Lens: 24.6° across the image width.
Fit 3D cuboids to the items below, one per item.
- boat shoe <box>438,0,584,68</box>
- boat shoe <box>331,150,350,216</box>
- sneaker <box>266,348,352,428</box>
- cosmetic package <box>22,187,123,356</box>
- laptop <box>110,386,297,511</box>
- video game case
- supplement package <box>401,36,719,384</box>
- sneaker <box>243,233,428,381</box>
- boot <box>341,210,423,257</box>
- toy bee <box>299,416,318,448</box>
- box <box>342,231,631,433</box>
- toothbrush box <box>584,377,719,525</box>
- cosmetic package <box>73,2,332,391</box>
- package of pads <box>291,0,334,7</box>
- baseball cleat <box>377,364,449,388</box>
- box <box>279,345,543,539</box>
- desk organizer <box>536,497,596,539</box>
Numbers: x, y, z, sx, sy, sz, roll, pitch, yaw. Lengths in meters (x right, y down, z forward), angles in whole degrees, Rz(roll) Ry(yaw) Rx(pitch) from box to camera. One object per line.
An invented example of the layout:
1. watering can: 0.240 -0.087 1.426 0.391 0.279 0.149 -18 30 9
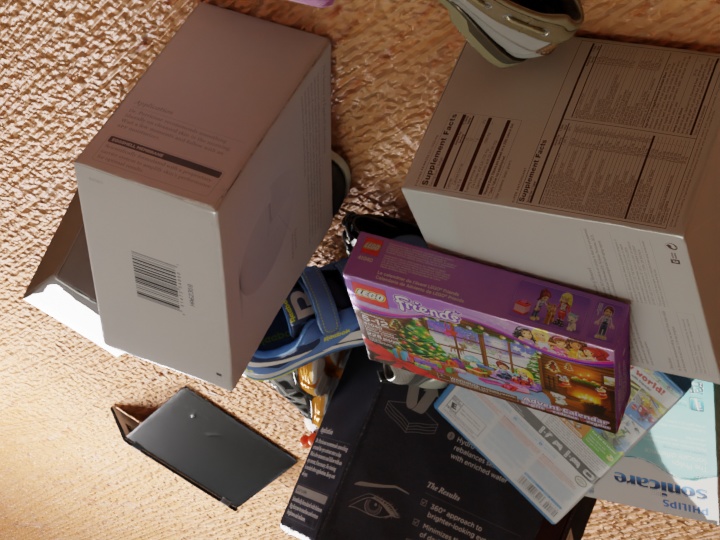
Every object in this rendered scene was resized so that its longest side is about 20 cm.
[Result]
1. boat shoe: 0.063 -0.206 1.034 0.068 0.076 0.199 -14 143 44
2. boat shoe: -0.061 -0.049 1.454 0.071 0.061 0.201 27 155 -5
3. sneaker: -0.055 0.087 1.521 0.076 0.079 0.200 18 162 10
4. cosmetic package: -0.197 -0.040 1.429 0.106 0.202 0.090 35 153 -20
5. laptop: -0.209 0.215 2.162 0.187 0.116 0.200 36 -178 -22
6. video game case: 0.156 0.100 1.318 0.143 0.018 0.201 44 134 9
7. supplement package: 0.165 -0.047 1.150 0.198 0.148 0.192 11 152 26
8. sneaker: -0.026 0.030 1.383 0.075 0.198 0.082 62 -176 19
9. boot: 0.000 0.000 1.503 0.197 0.070 0.175 12 150 11
10. toy bee: -0.019 0.152 1.752 0.198 0.110 0.131 26 157 -2
11. box: 0.092 0.046 1.172 0.198 0.039 0.137 16 154 18
12. toothbrush box: 0.231 0.087 1.324 0.145 0.085 0.202 7 119 32
13. cosmetic package: -0.112 -0.058 1.271 0.122 0.201 0.201 18 139 16
14. package of pads: -0.101 -0.249 1.083 0.198 0.076 0.121 17 153 17
15. baseball cleat: 0.077 0.024 1.342 0.105 0.070 0.201 1 128 -37
16. box: 0.062 0.182 1.485 0.195 0.202 0.117 26 172 -18
17. desk organizer: 0.181 0.213 1.580 0.076 0.202 0.072 16 155 22
